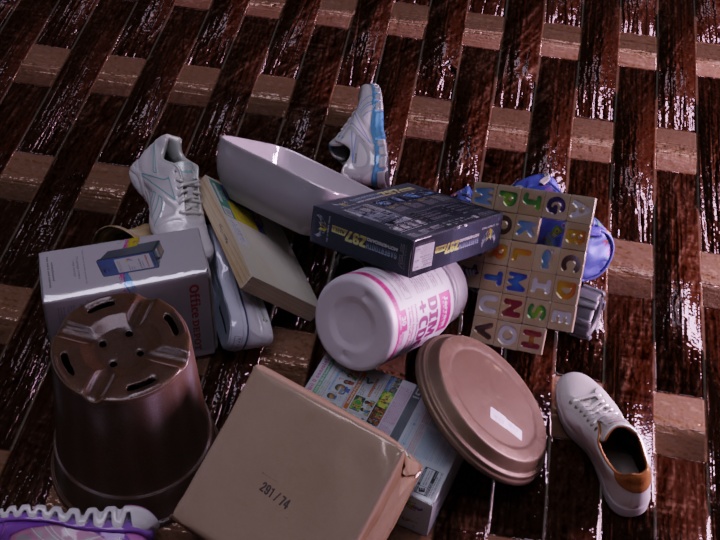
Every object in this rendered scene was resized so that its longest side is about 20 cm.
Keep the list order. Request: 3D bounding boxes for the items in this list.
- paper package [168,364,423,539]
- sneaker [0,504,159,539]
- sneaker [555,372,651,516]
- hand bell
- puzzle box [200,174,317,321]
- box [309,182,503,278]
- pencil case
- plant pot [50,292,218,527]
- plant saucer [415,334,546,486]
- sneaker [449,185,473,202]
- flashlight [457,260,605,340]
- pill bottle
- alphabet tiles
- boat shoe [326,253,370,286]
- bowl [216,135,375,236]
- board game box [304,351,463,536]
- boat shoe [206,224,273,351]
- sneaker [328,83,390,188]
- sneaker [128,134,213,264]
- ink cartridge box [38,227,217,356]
[{"bbox_3d":[-0.065,0.231,1.334,0.198,0.104,0.193,26,82,22],"label":"paper package"},{"bbox_3d":[-0.313,0.299,1.331,0.196,0.081,0.090,0,62,0],"label":"sneaker"},{"bbox_3d":[0.288,0.180,1.468,0.072,0.086,0.201,-13,46,-13],"label":"sneaker"},{"bbox_3d":[-0.253,-0.050,1.679,0.103,0.105,0.200,25,37,21],"label":"hand bell"},{"bbox_3d":[-0.133,-0.030,1.633,0.132,0.025,0.201,27,25,-44],"label":"puzzle box"},{"bbox_3d":[0.058,-0.053,1.553,0.156,0.052,0.199,21,23,33],"label":"box"},{"bbox_3d":[0.261,-0.062,1.661,0.077,0.088,0.200,3,24,-17],"label":"pencil case"},{"bbox_3d":[-0.253,0.146,1.392,0.196,0.200,0.202,2,45,-2],"label":"plant pot"},{"bbox_3d":[0.144,0.152,1.447,0.199,0.029,0.202,33,32,-24],"label":"plant saucer"},{"bbox_3d":[0.125,-0.077,1.697,0.196,0.080,0.075,9,15,5],"label":"sneaker"},{"bbox_3d":[0.215,0.026,1.632,0.197,0.069,0.068,20,39,24],"label":"flashlight"},{"bbox_3d":[0.043,0.042,1.529,0.112,0.115,0.199,30,27,24],"label":"pill bottle"},{"bbox_3d":[0.200,-0.003,1.585,0.165,0.008,0.204,10,87,28],"label":"alphabet tiles"},{"bbox_3d":[0.000,0.000,1.640,0.069,0.064,0.201,12,45,9],"label":"boat shoe"},{"bbox_3d":[-0.084,-0.103,1.666,0.198,0.076,0.199,26,11,22],"label":"bowl"},{"bbox_3d":[0.017,0.194,1.454,0.197,0.065,0.148,21,47,15],"label":"board game box"},{"bbox_3d":[-0.160,0.026,1.616,0.066,0.074,0.202,6,47,-27],"label":"boat shoe"},{"bbox_3d":[-0.005,-0.199,1.833,0.085,0.076,0.202,-4,45,1],"label":"sneaker"},{"bbox_3d":[-0.235,-0.092,1.615,0.070,0.080,0.202,7,43,-46],"label":"sneaker"},{"bbox_3d":[-0.278,0.042,1.528,0.196,0.147,0.088,-9,45,-11],"label":"ink cartridge box"}]
